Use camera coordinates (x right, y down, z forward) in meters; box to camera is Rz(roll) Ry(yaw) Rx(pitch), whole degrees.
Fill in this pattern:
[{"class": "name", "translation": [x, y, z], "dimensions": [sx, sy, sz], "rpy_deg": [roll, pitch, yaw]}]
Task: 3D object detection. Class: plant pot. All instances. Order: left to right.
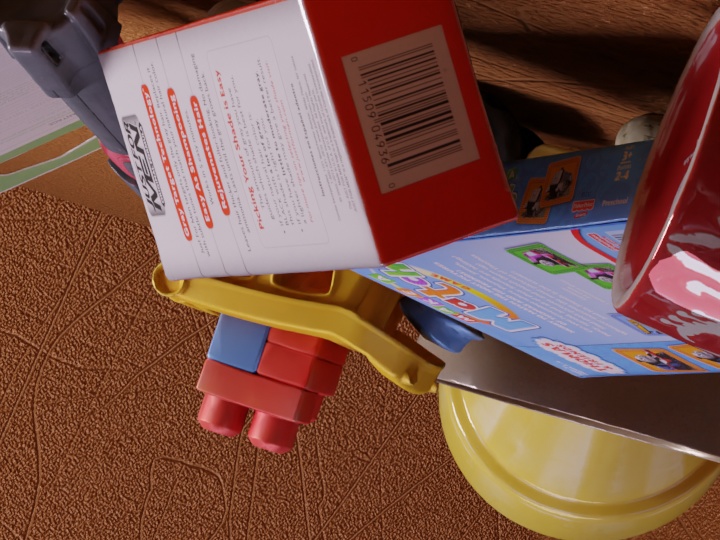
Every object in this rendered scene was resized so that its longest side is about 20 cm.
[{"class": "plant pot", "translation": [0.152, 0.054, 1.603], "dimensions": [0.201, 0.201, 0.189], "rpy_deg": [16, 161, 5]}, {"class": "plant pot", "translation": [0.138, 0.018, 1.360], "dimensions": [0.200, 0.135, 0.200], "rpy_deg": [15, 176, 1]}]

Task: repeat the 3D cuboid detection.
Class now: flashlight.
[{"class": "flashlight", "translation": [-0.105, -0.090, 1.105], "dimensions": [0.068, 0.068, 0.200], "rpy_deg": [46, 176, 25]}]

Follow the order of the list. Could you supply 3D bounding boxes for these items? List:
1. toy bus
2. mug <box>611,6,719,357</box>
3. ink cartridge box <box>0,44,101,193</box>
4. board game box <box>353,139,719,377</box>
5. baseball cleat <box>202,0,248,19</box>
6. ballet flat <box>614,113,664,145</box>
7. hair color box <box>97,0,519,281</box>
[{"class": "toy bus", "translation": [0.000, 0.000, 1.240], "dimensions": [0.200, 0.192, 0.136], "rpy_deg": [13, 175, 16]}, {"class": "mug", "translation": [0.185, 0.013, 0.826], "dimensions": [0.200, 0.178, 0.133], "rpy_deg": [20, -144, -3]}, {"class": "ink cartridge box", "translation": [-0.181, -0.089, 1.190], "dimensions": [0.145, 0.048, 0.200], "rpy_deg": [-23, 167, 13]}, {"class": "board game box", "translation": [0.101, 0.001, 1.012], "dimensions": [0.151, 0.037, 0.200], "rpy_deg": [25, 162, -32]}, {"class": "baseball cleat", "translation": [-0.023, -0.079, 1.067], "dimensions": [0.106, 0.070, 0.200], "rpy_deg": [22, 174, -1]}, {"class": "ballet flat", "translation": [0.175, 0.016, 1.097], "dimensions": [0.200, 0.057, 0.066], "rpy_deg": [53, 143, 2]}, {"class": "hair color box", "translation": [-0.025, -0.053, 0.956], "dimensions": [0.061, 0.102, 0.200], "rpy_deg": [-20, -172, -26]}]
